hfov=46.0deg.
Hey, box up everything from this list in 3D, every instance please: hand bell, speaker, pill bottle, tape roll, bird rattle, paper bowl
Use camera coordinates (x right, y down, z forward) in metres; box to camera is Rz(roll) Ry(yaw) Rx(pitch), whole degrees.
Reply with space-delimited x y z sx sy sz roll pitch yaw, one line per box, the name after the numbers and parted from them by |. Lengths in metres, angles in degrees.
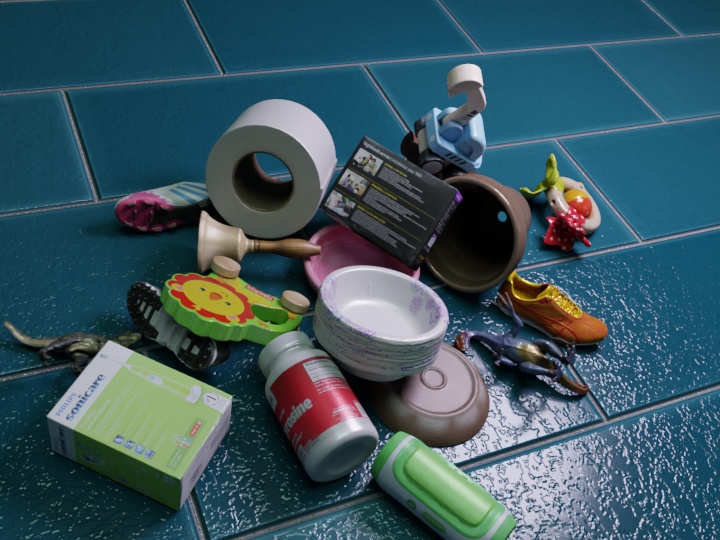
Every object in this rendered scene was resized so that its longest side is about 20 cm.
-0.164 -0.038 1.394 0.197 0.105 0.105 4 46 -7 | hand bell
0.111 0.309 1.154 0.199 0.089 0.088 36 48 19 | speaker
-0.067 0.187 1.204 0.111 0.113 0.201 -16 52 -27 | pill bottle
-0.150 -0.175 1.449 0.200 0.204 0.140 16 29 1 | tape roll
0.410 -0.127 1.648 0.162 0.113 0.201 1 47 -37 | bird rattle
0.026 0.087 1.272 0.198 0.105 0.201 10 30 -6 | paper bowl

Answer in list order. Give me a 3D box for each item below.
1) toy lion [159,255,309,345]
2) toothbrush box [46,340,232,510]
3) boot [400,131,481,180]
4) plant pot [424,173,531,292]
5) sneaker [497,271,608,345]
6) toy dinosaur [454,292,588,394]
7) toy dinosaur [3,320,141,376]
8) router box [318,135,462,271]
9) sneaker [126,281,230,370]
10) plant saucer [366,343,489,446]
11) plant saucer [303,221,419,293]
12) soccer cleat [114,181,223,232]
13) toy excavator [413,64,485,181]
-0.192 0.057 1.268 0.198 0.069 0.192 26 20 2 | toy lion
-0.294 0.206 1.144 0.198 0.087 0.146 23 46 7 | toothbrush box
0.165 -0.156 1.587 0.199 0.064 0.188 31 41 -25 | boot
0.223 -0.079 1.504 0.200 0.202 0.174 37 30 20 | plant pot
0.331 0.068 1.450 0.198 0.078 0.073 22 43 5 | sneaker
0.247 0.143 1.374 0.180 0.201 0.105 6 45 44 | toy dinosaur
-0.422 0.114 1.227 0.198 0.048 0.088 7 29 -10 | toy dinosaur
0.050 -0.114 1.431 0.199 0.051 0.150 33 89 20 | router box
-0.271 0.086 1.277 0.199 0.067 0.090 34 7 26 | sneaker
0.110 0.177 1.316 0.198 0.037 0.202 8 45 -8 | plant saucer
0.000 0.000 1.441 0.198 0.051 0.202 5 47 -5 | plant saucer
-0.328 -0.115 1.466 0.198 0.070 0.087 -4 38 -25 | soccer cleat
0.171 -0.253 1.451 0.193 0.199 0.101 23 49 -37 | toy excavator
